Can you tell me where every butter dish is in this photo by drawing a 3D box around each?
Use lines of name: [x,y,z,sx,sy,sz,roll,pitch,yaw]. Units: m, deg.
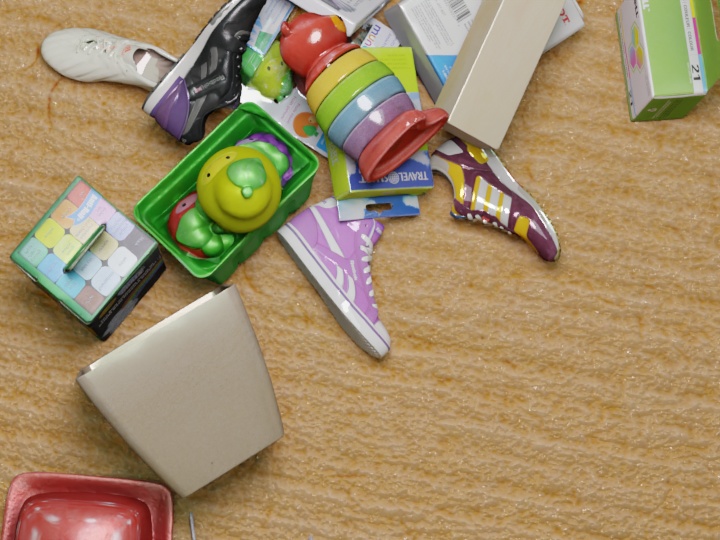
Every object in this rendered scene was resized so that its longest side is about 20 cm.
butter dish: [-0.316,0.329,1.622,0.197,0.148,0.202,5,79,-2]

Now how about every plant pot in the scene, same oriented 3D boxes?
plant pot: [-0.192,0.142,1.652,0.199,0.200,0.178,-31,95,-9]

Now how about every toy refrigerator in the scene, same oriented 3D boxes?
toy refrigerator: [0.161,-0.251,1.717,0.075,0.070,0.202,25,89,-21]

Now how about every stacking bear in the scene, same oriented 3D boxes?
stacking bear: [-0.014,-0.212,1.654,0.114,0.121,0.200,-43,79,23]

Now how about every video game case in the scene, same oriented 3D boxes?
video game case: [-0.066,-0.367,1.767,0.199,0.182,0.023,32,119,3]

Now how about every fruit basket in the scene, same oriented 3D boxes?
fruit basket: [-0.073,-0.266,1.778,0.199,0.094,0.186,31,79,-1]
fruit basket: [-0.152,-0.094,1.675,0.155,0.216,0.216,41,79,21]

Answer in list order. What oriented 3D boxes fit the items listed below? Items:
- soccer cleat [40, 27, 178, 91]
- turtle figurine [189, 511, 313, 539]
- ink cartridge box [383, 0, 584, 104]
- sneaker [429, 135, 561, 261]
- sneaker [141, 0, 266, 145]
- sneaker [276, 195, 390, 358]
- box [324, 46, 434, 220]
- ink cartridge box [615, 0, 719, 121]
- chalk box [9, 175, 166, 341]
soccer cleat: [-0.294,-0.258,1.769,0.198,0.078,0.070,16,79,0]
turtle figurine: [-0.119,0.401,1.659,0.143,0.200,0.196,7,99,-24]
ink cartridge box: [0.153,-0.311,1.788,0.199,0.084,0.147,-32,99,-10]
sneaker: [0.160,-0.075,1.770,0.090,0.075,0.201,-38,77,-4]
sneaker: [-0.160,-0.236,1.698,0.087,0.076,0.200,41,101,0]
sneaker: [0.000,0.000,1.743,0.114,0.073,0.201,-34,83,-12]
box: [0.017,-0.166,1.743,0.121,0.048,0.202,-5,81,-28]
ink cartridge box: [0.376,-0.282,1.752,0.075,0.200,0.150,-5,79,-4]
chalk box: [-0.311,-0.015,1.659,0.124,0.200,0.125,39,79,4]
